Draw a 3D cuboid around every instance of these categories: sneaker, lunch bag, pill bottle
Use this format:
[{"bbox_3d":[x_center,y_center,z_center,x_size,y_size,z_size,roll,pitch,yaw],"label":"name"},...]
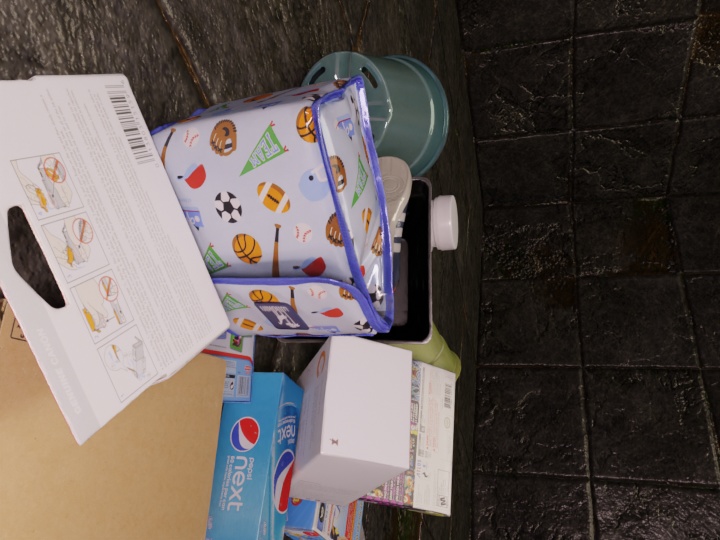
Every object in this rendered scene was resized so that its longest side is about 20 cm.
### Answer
[{"bbox_3d":[0.019,-0.041,0.713,0.086,0.072,0.205,79,22,-55],"label":"sneaker"},{"bbox_3d":[-0.065,-0.035,0.501,0.124,0.164,0.206,-52,135,-56],"label":"lunch bag"},{"bbox_3d":[0.057,-0.071,0.977,0.112,0.193,0.117,-2,90,-72],"label":"pill bottle"}]

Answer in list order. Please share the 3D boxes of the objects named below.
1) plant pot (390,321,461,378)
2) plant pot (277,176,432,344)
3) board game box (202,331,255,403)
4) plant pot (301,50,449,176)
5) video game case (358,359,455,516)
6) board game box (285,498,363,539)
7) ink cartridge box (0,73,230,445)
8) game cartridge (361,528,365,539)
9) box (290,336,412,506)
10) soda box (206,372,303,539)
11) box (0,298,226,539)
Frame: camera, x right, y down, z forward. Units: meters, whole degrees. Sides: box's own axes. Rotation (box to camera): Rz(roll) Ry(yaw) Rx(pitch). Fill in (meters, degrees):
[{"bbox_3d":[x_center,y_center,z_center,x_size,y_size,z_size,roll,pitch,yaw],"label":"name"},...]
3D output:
[{"bbox_3d":[0.046,0.099,0.995,0.195,0.194,0.201,69,23,-16],"label":"plant pot"},{"bbox_3d":[0.000,0.000,0.828,0.178,0.192,0.208,57,33,-79],"label":"plant pot"},{"bbox_3d":[-0.145,0.019,0.570,0.151,0.035,0.208,32,58,-68],"label":"board game box"},{"bbox_3d":[0.013,-0.229,0.894,0.195,0.194,0.208,-16,104,-64],"label":"plant pot"},{"bbox_3d":[0.055,0.223,0.847,0.177,0.036,0.207,20,62,-27],"label":"video game case"},{"bbox_3d":[-0.042,0.282,0.851,0.198,0.054,0.205,66,27,-51],"label":"board game box"},{"bbox_3d":[-0.175,-0.018,0.388,0.206,0.042,0.174,69,22,-10],"label":"ink cartridge box"},{"bbox_3d":[-0.029,0.493,0.914,0.201,0.037,0.134,-61,141,-59],"label":"game cartridge"},{"bbox_3d":[-0.024,0.175,0.679,0.201,0.094,0.128,125,-26,-54],"label":"box"},{"bbox_3d":[-0.110,0.212,0.613,0.064,0.065,0.207,56,36,-59],"label":"soda box"},{"bbox_3d":[-0.174,0.127,0.417,0.199,0.021,0.170,32,58,-56],"label":"box"}]
